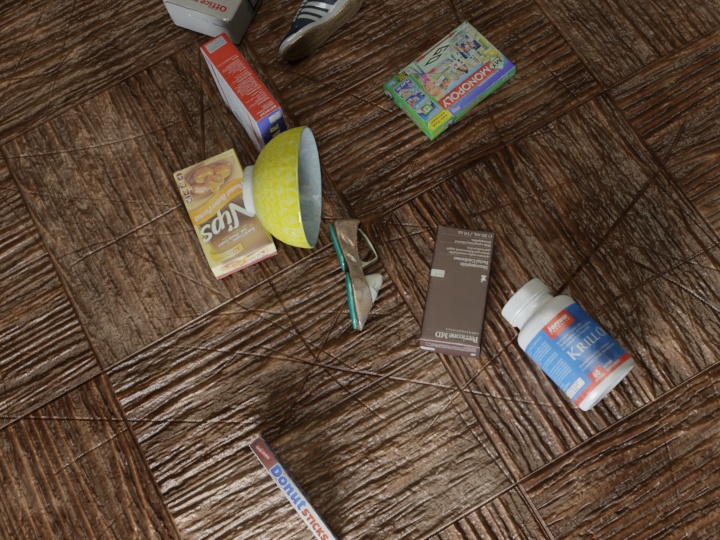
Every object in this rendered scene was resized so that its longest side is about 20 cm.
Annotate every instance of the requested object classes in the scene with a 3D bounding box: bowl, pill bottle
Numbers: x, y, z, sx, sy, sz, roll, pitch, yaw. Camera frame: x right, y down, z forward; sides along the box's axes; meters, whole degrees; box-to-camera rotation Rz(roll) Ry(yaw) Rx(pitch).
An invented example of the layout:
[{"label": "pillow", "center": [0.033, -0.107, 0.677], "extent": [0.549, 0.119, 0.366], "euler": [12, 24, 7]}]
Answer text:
[{"label": "bowl", "center": [-0.134, -0.136, 1.555], "extent": [0.107, 0.200, 0.201], "euler": [-1, 70, 9]}, {"label": "pill bottle", "center": [0.316, 0.110, 1.461], "extent": [0.112, 0.112, 0.200], "euler": [-41, 71, -9]}]

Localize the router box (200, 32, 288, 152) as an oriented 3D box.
[{"label": "router box", "center": [-0.187, -0.281, 1.612], "extent": [0.049, 0.200, 0.180], "euler": [-34, 71, -7]}]

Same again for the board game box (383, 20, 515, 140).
[{"label": "board game box", "center": [0.160, -0.343, 1.689], "extent": [0.200, 0.029, 0.135], "euler": [-39, 70, -8]}]

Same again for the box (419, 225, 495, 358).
[{"label": "box", "center": [0.158, 0.034, 1.528], "extent": [0.100, 0.075, 0.201], "euler": [7, 73, 8]}]

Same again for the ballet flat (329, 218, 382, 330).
[{"label": "ballet flat", "center": [0.000, 0.000, 1.562], "extent": [0.067, 0.068, 0.201], "euler": [-12, 71, -6]}]

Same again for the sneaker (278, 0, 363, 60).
[{"label": "sneaker", "center": [-0.099, -0.478, 1.743], "extent": [0.200, 0.070, 0.108], "euler": [-42, 76, -17]}]

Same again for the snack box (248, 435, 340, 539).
[{"label": "snack box", "center": [-0.099, 0.344, 1.441], "extent": [0.024, 0.072, 0.200], "euler": [-38, 71, -6]}]

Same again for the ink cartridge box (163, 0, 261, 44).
[{"label": "ink cartridge box", "center": [-0.260, -0.546, 1.778], "extent": [0.144, 0.084, 0.200], "euler": [20, 73, 13]}]

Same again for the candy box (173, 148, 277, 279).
[{"label": "candy box", "center": [-0.234, -0.099, 1.626], "extent": [0.115, 0.055, 0.200], "euler": [-24, 69, -4]}]
